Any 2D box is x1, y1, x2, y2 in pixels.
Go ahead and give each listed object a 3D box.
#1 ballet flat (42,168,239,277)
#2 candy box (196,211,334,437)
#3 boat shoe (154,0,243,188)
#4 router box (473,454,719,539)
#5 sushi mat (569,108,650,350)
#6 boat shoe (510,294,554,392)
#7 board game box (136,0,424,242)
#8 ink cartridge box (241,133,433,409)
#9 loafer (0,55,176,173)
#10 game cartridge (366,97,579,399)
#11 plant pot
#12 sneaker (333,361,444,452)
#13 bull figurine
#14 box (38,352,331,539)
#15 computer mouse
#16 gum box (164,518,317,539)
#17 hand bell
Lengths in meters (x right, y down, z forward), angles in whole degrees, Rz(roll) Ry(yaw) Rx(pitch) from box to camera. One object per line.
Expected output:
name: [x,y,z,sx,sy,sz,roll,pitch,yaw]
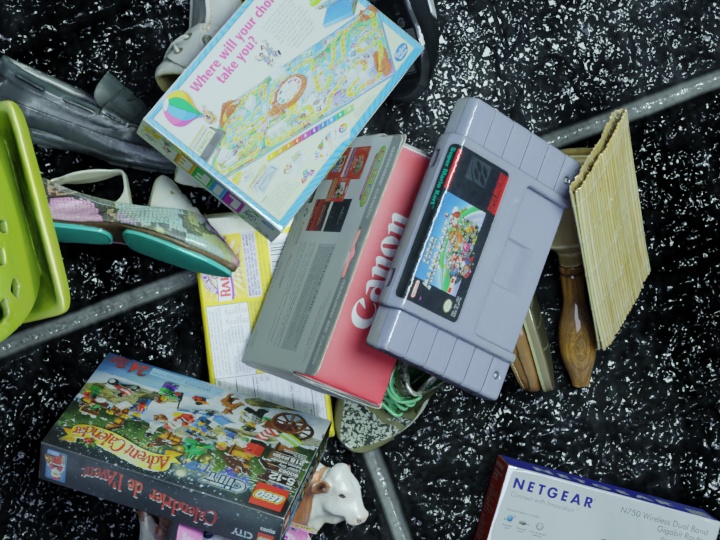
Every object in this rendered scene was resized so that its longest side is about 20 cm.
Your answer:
ballet flat: [-0.192,-0.047,1.247,0.199,0.069,0.071,11,72,4]
candy box: [-0.083,0.048,1.292,0.102,0.026,0.201,-6,95,-3]
boat shoe: [-0.130,-0.160,1.218,0.069,0.071,0.201,1,67,-18]
router box: [0.191,0.274,1.328,0.199,0.049,0.180,15,93,-7]
sushi mat: [0.206,-0.029,1.246,0.012,0.200,0.096,16,55,29]
boat shoe: [0.109,0.015,1.294,0.068,0.072,0.201,-18,97,11]
board game box: [-0.059,-0.141,1.182,0.134,0.034,0.200,39,68,-5]
ink cartridge box: [0.000,0.000,1.203,0.084,0.175,0.201,23,84,-21]
loafer: [-0.207,-0.126,1.243,0.200,0.068,0.071,13,101,-4]
game cartridge: [0.088,-0.015,1.155,0.129,0.038,0.201,27,80,-41]
plant pot: [-0.345,-0.025,1.159,0.199,0.181,0.200,-11,96,30]
sneaker: [0.036,0.085,1.255,0.077,0.089,0.200,40,116,1]
bull figurine: [-0.096,0.203,1.280,0.199,0.065,0.122,12,102,-2]
box: [-0.137,0.142,1.215,0.199,0.137,0.038,16,120,7]
computer mouse: [0.045,-0.245,1.242,0.046,0.140,0.201,-19,93,-43]
gum box: [-0.116,0.275,1.234,0.113,0.066,0.201,15,126,-11]
hand bell: [0.180,0.005,1.298,0.104,0.104,0.201,-9,107,-5]
